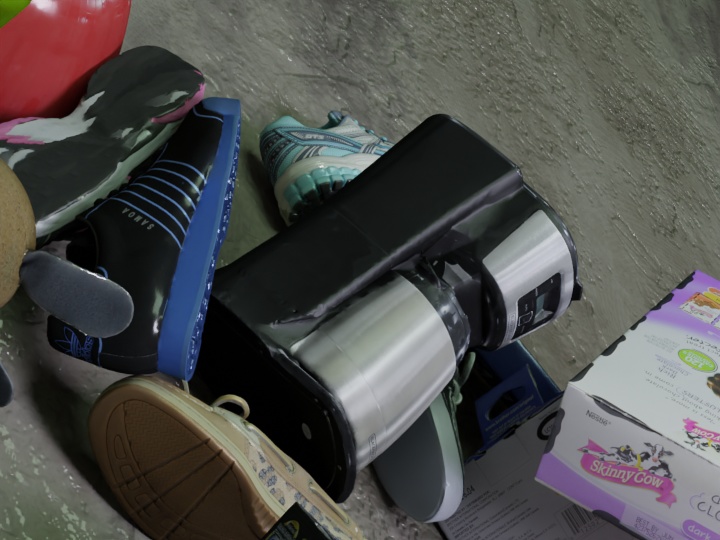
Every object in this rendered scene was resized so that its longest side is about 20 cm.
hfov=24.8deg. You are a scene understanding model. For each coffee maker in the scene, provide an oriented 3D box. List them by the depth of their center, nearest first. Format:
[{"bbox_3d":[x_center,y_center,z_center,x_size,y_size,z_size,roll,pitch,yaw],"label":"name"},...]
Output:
[{"bbox_3d":[0.000,0.000,0.957,0.200,0.135,0.193,-37,86,-27],"label":"coffee maker"}]

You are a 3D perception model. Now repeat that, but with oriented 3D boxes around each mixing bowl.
[{"bbox_3d":[-0.209,-0.173,0.969,0.199,0.108,0.201,35,33,-27],"label":"mixing bowl"}]

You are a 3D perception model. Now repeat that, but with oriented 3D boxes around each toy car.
[{"bbox_3d":[-0.199,-0.035,0.783,0.201,0.164,0.158,53,28,-12],"label":"toy car"}]

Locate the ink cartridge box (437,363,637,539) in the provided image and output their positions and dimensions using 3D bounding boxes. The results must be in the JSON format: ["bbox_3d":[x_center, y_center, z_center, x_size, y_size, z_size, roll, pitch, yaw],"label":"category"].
[{"bbox_3d":[0.135,0.159,1.040,0.201,0.136,0.076,57,28,11],"label":"ink cartridge box"}]

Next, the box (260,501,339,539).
[{"bbox_3d":[0.044,0.194,0.690,0.200,0.044,0.160,44,-5,-17],"label":"box"}]

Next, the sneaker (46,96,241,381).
[{"bbox_3d":[-0.111,-0.028,0.876,0.077,0.071,0.201,10,43,-1],"label":"sneaker"}]

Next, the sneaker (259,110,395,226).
[{"bbox_3d":[0.006,-0.078,1.192,0.199,0.078,0.087,3,50,-53],"label":"sneaker"}]

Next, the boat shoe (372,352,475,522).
[{"bbox_3d":[0.036,0.074,1.065,0.068,0.074,0.200,6,41,-33],"label":"boat shoe"}]

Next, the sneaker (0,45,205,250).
[{"bbox_3d":[-0.156,-0.044,0.929,0.080,0.087,0.200,29,44,25],"label":"sneaker"}]

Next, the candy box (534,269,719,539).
[{"bbox_3d":[0.221,0.095,0.954,0.167,0.072,0.200,29,32,22],"label":"candy box"}]

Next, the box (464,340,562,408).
[{"bbox_3d":[0.097,0.060,1.152,0.201,0.032,0.121,52,-3,0],"label":"box"}]

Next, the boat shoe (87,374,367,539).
[{"bbox_3d":[-0.067,0.120,0.879,0.200,0.073,0.063,48,26,-25],"label":"boat shoe"}]
